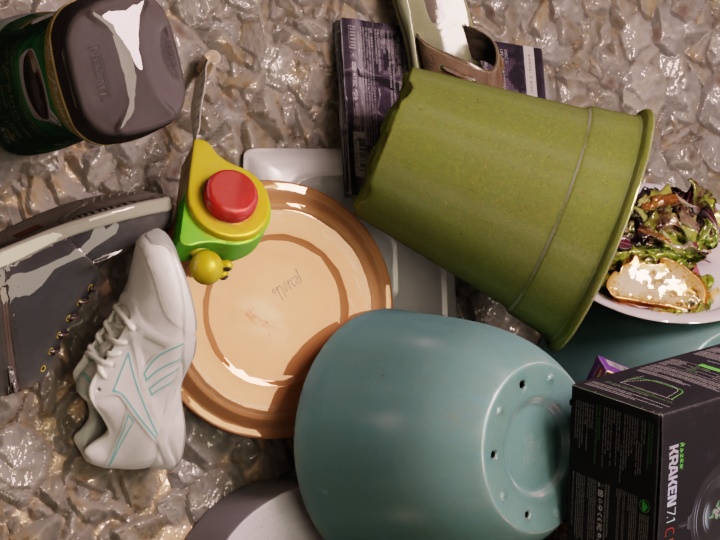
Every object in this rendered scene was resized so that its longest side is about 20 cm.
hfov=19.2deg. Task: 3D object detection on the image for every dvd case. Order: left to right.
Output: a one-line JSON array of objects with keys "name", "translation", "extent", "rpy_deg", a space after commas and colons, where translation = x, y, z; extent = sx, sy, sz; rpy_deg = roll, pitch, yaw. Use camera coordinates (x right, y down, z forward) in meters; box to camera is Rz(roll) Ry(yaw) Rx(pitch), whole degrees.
[{"name": "dvd case", "translation": [0.070, -0.124, 1.745], "extent": [0.199, 0.016, 0.150], "rpy_deg": [5, 74, -29]}]

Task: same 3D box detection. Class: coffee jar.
[{"name": "coffee jar", "translation": [-0.199, -0.138, 1.499], "extent": [0.085, 0.200, 0.105], "rpy_deg": [-18, 100, -29]}]

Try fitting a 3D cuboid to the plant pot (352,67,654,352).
[{"name": "plant pot", "translation": [0.100, -0.065, 1.635], "extent": [0.189, 0.200, 0.201], "rpy_deg": [22, 79, -3]}]

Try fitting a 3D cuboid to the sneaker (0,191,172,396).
[{"name": "sneaker", "translation": [-0.221, 0.015, 1.569], "extent": [0.199, 0.075, 0.107], "rpy_deg": [-22, 107, -20]}]

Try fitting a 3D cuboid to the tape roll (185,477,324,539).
[{"name": "tape roll", "translation": [-0.051, 0.266, 1.667], "extent": [0.199, 0.066, 0.202], "rpy_deg": [0, 89, -30]}]

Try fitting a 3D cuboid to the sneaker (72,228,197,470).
[{"name": "sneaker", "translation": [-0.167, 0.065, 1.565], "extent": [0.080, 0.070, 0.202], "rpy_deg": [-4, 119, -22]}]

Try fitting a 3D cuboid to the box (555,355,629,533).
[{"name": "box", "translation": [0.251, 0.168, 1.689], "extent": [0.199, 0.039, 0.138], "rpy_deg": [21, 103, -11]}]

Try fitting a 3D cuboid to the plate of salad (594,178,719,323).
[{"name": "plate of salad", "translation": [0.250, -0.025, 1.776], "extent": [0.199, 0.200, 0.048], "rpy_deg": [-17, 132, -29]}]

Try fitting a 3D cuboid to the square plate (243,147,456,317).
[{"name": "square plate", "translation": [0.000, 0.000, 1.716], "extent": [0.197, 0.028, 0.202], "rpy_deg": [-3, 91, -31]}]

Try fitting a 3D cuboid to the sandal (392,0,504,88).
[{"name": "sandal", "translation": [0.078, -0.171, 1.716], "extent": [0.079, 0.057, 0.202], "rpy_deg": [-23, 95, -32]}]

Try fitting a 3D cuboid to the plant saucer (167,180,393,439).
[{"name": "plant saucer", "translation": [-0.069, 0.030, 1.648], "extent": [0.199, 0.032, 0.202], "rpy_deg": [0, 91, -17]}]

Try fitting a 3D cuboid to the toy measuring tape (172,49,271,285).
[{"name": "toy measuring tape", "translation": [-0.100, -0.075, 1.606], "extent": [0.073, 0.073, 0.201], "rpy_deg": [24, 53, -28]}]

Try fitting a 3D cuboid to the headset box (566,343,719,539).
[{"name": "headset box", "translation": [0.253, 0.158, 1.579], "extent": [0.199, 0.092, 0.176], "rpy_deg": [-11, 109, -39]}]

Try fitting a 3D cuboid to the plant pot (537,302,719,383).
[{"name": "plant pot", "translation": [0.267, 0.109, 1.797], "extent": [0.199, 0.161, 0.203], "rpy_deg": [0, 90, -30]}]

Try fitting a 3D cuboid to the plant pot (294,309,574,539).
[{"name": "plant pot", "translation": [0.077, 0.131, 1.606], "extent": [0.200, 0.160, 0.203], "rpy_deg": [1, 89, -45]}]
